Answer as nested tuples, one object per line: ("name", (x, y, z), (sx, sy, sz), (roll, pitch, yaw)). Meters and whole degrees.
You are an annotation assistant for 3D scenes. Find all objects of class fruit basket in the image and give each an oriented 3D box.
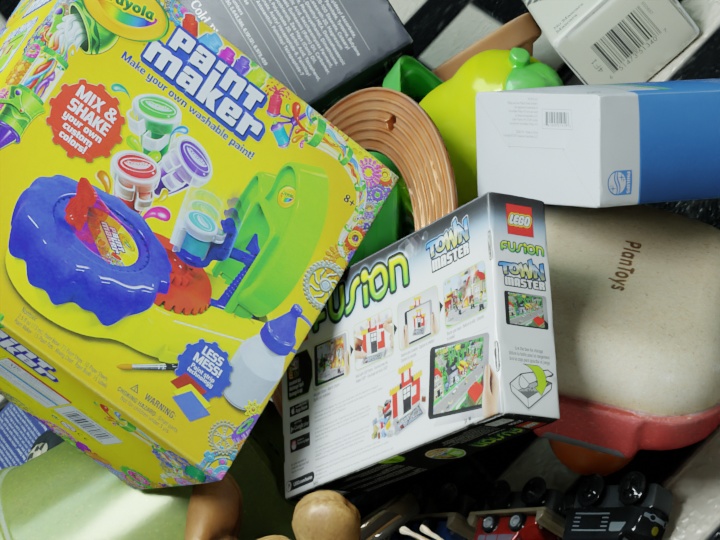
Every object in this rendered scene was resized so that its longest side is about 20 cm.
("fruit basket", (0.066, -0.039, 1.323), (0.215, 0.155, 0.216), (-34, 36, 29))

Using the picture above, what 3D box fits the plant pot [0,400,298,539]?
("plant pot", (-0.116, 0.151, 1.304), (0.190, 0.200, 0.200), (-39, 30, 10))

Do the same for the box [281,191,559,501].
("box", (0.024, 0.044, 1.146), (0.200, 0.035, 0.110), (-27, 60, 54))

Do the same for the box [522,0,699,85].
("box", (0.147, -0.192, 1.510), (0.082, 0.068, 0.200), (-41, 30, 10))

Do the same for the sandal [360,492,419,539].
("sandal", (-0.022, 0.202, 1.257), (0.200, 0.055, 0.082), (-54, -6, 15))

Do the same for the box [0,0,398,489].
("box", (-0.125, -0.023, 1.180), (0.193, 0.200, 0.122), (-60, 20, -21))

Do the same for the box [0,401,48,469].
("box", (-0.216, 0.107, 1.657), (0.200, 0.032, 0.121), (-47, 29, -4))

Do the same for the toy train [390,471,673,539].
("toy train", (0.085, 0.137, 1.226), (0.200, 0.034, 0.046), (-9, 58, 47))

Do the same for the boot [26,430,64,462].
("boot", (-0.159, 0.082, 1.542), (0.153, 0.073, 0.204), (-21, 56, 41))

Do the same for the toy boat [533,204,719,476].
("toy boat", (0.130, 0.049, 1.198), (0.200, 0.130, 0.131), (-62, -16, -58))

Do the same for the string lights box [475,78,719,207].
("string lights box", (0.170, -0.070, 1.208), (0.103, 0.199, 0.059), (8, 101, 56))

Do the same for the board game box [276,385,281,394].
("board game box", (-0.060, 0.052, 1.409), (0.023, 0.105, 0.200), (-50, 40, -1))

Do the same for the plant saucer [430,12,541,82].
("plant saucer", (0.037, -0.100, 1.502), (0.200, 0.032, 0.200), (-35, 0, 0))

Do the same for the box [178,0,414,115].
("box", (-0.066, -0.124, 1.452), (0.182, 0.104, 0.200), (-32, -4, 0))

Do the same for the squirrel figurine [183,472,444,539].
("squirrel figurine", (-0.011, 0.211, 1.150), (0.186, 0.201, 0.142), (1, 15, 16))

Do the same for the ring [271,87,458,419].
("ring", (0.000, 0.000, 1.250), (0.200, 0.019, 0.201), (-21, 64, 54))
